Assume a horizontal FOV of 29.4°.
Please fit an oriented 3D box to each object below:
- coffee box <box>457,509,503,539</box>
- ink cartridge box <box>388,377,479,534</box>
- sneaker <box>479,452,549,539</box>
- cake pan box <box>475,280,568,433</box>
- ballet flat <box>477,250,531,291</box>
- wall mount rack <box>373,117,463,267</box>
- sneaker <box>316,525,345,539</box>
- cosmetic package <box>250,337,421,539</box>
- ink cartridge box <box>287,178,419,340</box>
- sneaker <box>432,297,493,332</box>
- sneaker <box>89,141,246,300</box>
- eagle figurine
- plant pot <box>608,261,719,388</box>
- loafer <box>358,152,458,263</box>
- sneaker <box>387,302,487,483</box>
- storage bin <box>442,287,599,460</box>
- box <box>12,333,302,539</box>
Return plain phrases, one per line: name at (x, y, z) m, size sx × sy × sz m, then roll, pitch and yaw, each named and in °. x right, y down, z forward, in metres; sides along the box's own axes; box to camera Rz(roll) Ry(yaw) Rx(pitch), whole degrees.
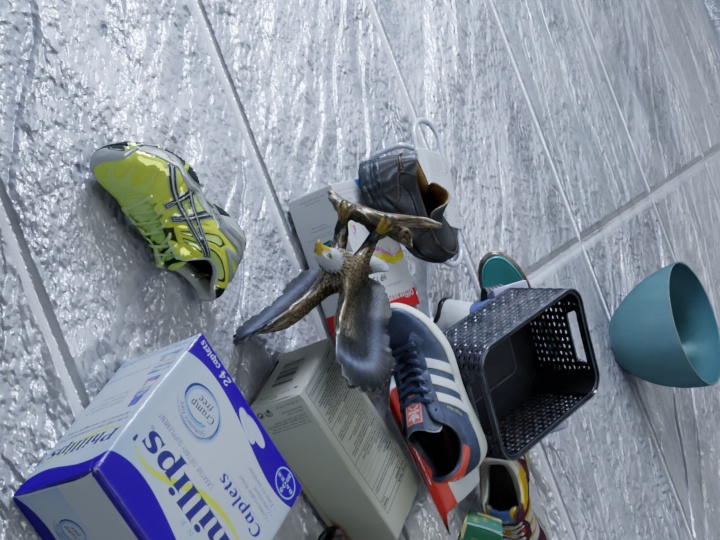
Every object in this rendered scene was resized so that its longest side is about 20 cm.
coffee box at (0.101, 0.356, 1.437) m, size 0.123 × 0.044 × 0.202 m, roll 17°, pitch 90°, yaw -83°
ink cartridge box at (0.086, 0.186, 1.561) m, size 0.200 × 0.050 × 0.163 m, roll -82°, pitch 148°, yaw -79°
sneaker at (0.180, 0.304, 1.666) m, size 0.090 × 0.074 × 0.202 m, roll -34°, pitch 111°, yaw -67°
cake pan box at (0.204, 0.114, 1.762) m, size 0.184 × 0.052 × 0.202 m, roll 127°, pitch -52°, yaw -83°
ballet flat at (0.215, 0.043, 1.906) m, size 0.201 × 0.068 × 0.067 m, roll 60°, pitch 13°, yaw -27°
wall mount rack at (0.092, -0.088, 1.769) m, size 0.173 × 0.074 × 0.202 m, roll 11°, pitch 64°, yaw -51°
sneaker at (0.003, 0.315, 1.406) m, size 0.199 × 0.075 × 0.117 m, roll 1°, pitch 70°, yaw -56°
cosmetic package at (-0.024, 0.184, 1.434) m, size 0.201 × 0.071 × 0.105 m, roll 59°, pitch 31°, yaw -19°
ink cartridge box at (0.000, 0.000, 1.574) m, size 0.116 × 0.067 × 0.202 m, roll -18°, pitch 89°, yaw -60°
sneaker at (0.115, 0.114, 1.684) m, size 0.080 × 0.114 × 0.201 m, roll -34°, pitch 132°, yaw -53°
sneaker at (-0.181, -0.048, 1.313) m, size 0.200 × 0.075 × 0.077 m, roll 42°, pitch 41°, yaw -37°
eagle figurine at (-0.027, 0.021, 1.402) m, size 0.150 × 0.151 × 0.202 m, roll 31°, pitch 70°, yaw -31°
plant pot at (0.479, 0.102, 2.204) m, size 0.200 × 0.134 × 0.202 m, roll 33°, pitch 47°, yaw -44°
loafer at (0.074, -0.070, 1.603) m, size 0.200 × 0.072 × 0.073 m, roll 40°, pitch 37°, yaw -51°
sneaker at (0.065, 0.132, 1.450) m, size 0.084 × 0.075 × 0.201 m, roll -31°, pitch 92°, yaw -55°
storage bin at (0.172, 0.113, 1.556) m, size 0.199 × 0.093 × 0.137 m, roll -30°, pitch 111°, yaw -41°
box at (-0.166, 0.191, 1.178) m, size 0.185 × 0.104 × 0.200 m, roll 58°, pitch 34°, yaw -18°
